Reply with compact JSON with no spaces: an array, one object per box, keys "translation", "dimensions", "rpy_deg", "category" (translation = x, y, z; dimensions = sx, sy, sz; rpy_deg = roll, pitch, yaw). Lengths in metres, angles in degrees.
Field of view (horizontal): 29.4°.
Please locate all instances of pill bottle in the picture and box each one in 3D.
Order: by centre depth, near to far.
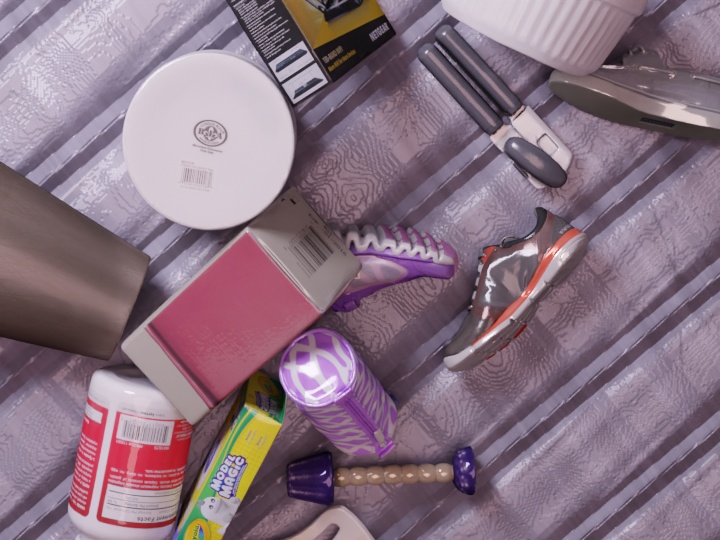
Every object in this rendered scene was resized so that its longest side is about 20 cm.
[{"translation":[-0.235,0.206,1.395],"dimensions":[0.111,0.112,0.203],"rpy_deg":[11,97,-6],"category":"pill bottle"}]

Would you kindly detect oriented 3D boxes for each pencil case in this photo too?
[{"translation":[-0.019,0.127,1.363],"dimensions":[0.084,0.200,0.086],"rpy_deg":[-35,63,1],"category":"pencil case"}]

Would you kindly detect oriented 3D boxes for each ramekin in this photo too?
[{"translation":[0.168,-0.264,1.330],"dimensions":[0.200,0.203,0.095],"rpy_deg":[24,107,-7],"category":"ramekin"}]

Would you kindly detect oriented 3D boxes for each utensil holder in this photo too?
[{"translation":[-0.141,-0.128,1.314],"dimensions":[0.167,0.200,0.172],"rpy_deg":[-1,97,-5],"category":"utensil holder"}]

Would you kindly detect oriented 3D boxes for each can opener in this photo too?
[{"translation":[0.141,-0.164,1.399],"dimensions":[0.053,0.067,0.200],"rpy_deg":[-44,99,1],"category":"can opener"}]

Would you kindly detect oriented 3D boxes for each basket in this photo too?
[{"translation":[-0.318,-0.001,1.355],"dimensions":[0.198,0.136,0.182],"rpy_deg":[22,97,-11],"category":"basket"}]

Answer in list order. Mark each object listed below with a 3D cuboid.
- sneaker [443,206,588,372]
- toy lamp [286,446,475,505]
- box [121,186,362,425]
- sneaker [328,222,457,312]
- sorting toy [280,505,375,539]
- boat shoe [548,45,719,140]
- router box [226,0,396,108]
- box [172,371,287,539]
[{"translation":[0.148,0.018,1.435],"dimensions":[0.082,0.077,0.200],"rpy_deg":[44,92,18],"category":"sneaker"},{"translation":[0.021,0.216,1.445],"dimensions":[0.197,0.058,0.059],"rpy_deg":[-3,98,-4],"category":"toy lamp"},{"translation":[-0.114,0.034,1.334],"dimensions":[0.109,0.128,0.200],"rpy_deg":[47,119,-4],"category":"box"},{"translation":[0.000,0.000,1.409],"dimensions":[0.197,0.081,0.090],"rpy_deg":[4,102,1],"category":"sneaker"},{"translation":[-0.031,0.351,1.444],"dimensions":[0.198,0.107,0.182],"rpy_deg":[-27,92,0],"category":"sorting toy"},{"translation":[0.292,-0.190,1.415],"dimensions":[0.198,0.070,0.072],"rpy_deg":[14,79,-6],"category":"boat shoe"},{"translation":[-0.053,-0.258,1.305],"dimensions":[0.052,0.200,0.158],"rpy_deg":[-28,101,27],"category":"router box"},{"translation":[-0.126,0.188,1.387],"dimensions":[0.048,0.117,0.201],"rpy_deg":[28,102,-8],"category":"box"}]
